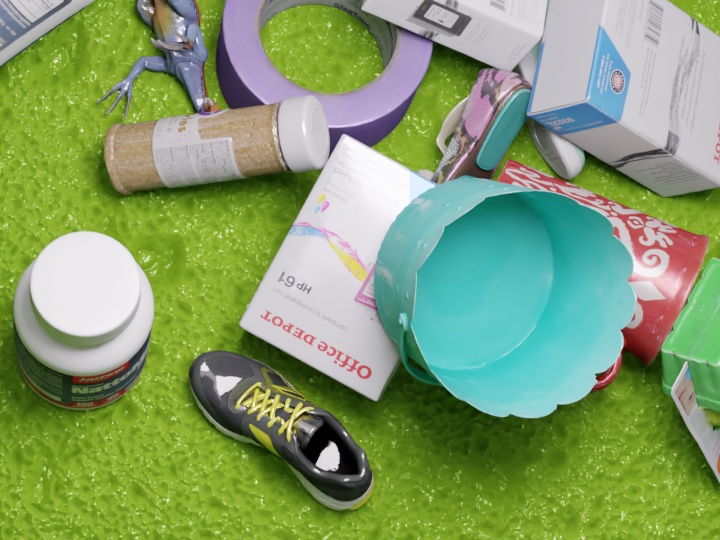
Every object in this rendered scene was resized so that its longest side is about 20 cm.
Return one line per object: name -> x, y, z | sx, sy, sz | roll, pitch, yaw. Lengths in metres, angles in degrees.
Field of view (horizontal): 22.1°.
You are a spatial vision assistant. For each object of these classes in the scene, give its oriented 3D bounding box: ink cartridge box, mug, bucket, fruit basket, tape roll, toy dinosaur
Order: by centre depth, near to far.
bucket -> 0.115, 0.018, 1.565 | 0.207, 0.135, 0.207 | -4, 101, -19
ink cartridge box -> 0.000, 0.000, 1.661 | 0.144, 0.085, 0.200 | 28, 90, 2
fruit basket -> 0.356, 0.089, 1.679 | 0.185, 0.094, 0.200 | -57, 133, -20
mug -> 0.198, -0.001, 1.695 | 0.200, 0.133, 0.178 | 26, 47, 3
ink cartridge box -> 0.074, -0.281, 1.718 | 0.200, 0.067, 0.116 | 21, 56, -16
toy dinosaur -> -0.161, -0.224, 1.740 | 0.200, 0.105, 0.182 | -42, 104, -31
ink cartridge box -> 0.265, -0.176, 1.748 | 0.200, 0.084, 0.145 | 26, 66, -34
tape roll -> -0.036, -0.213, 1.755 | 0.200, 0.085, 0.200 | 3, 72, -9

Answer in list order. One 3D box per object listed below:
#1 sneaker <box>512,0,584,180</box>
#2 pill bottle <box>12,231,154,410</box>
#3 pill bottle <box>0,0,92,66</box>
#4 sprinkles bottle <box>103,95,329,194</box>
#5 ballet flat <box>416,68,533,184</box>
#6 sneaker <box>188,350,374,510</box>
sneaker -> 0.211, -0.192, 1.791 | 0.118, 0.074, 0.201 | -15, 73, -7
pill bottle -> -0.238, 0.041, 1.577 | 0.119, 0.200, 0.120 | 3, 72, -8
pill bottle -> -0.304, -0.273, 1.665 | 0.200, 0.120, 0.120 | -33, 79, 10
sprinkles bottle -> -0.131, -0.113, 1.673 | 0.200, 0.068, 0.068 | -7, 71, 17
ballet flat -> 0.094, -0.100, 1.740 | 0.071, 0.069, 0.200 | 30, 96, 38
sneaker -> -0.064, 0.132, 1.638 | 0.200, 0.085, 0.075 | 35, 70, 3
